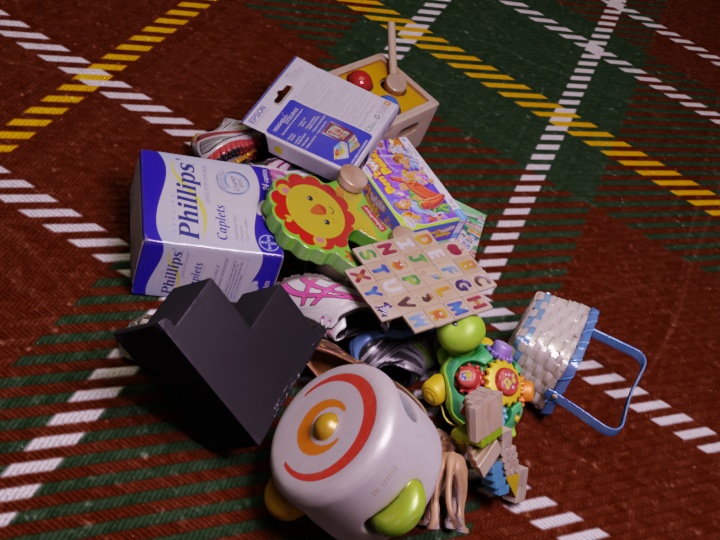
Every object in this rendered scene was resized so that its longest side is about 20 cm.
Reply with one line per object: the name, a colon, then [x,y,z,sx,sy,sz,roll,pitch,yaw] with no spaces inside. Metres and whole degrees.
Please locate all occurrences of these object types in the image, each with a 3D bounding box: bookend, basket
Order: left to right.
bookend: [-0.165,0.078,1.155,0.201,0.091,0.200,54,44,-25]
basket: [0.316,0.135,1.387,0.198,0.140,0.177,28,43,14]

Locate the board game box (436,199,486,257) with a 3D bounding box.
board game box: [0.111,-0.089,1.587,0.198,0.029,0.135,26,42,-1]

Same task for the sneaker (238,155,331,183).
sneaker: [-0.135,-0.148,1.503,0.197,0.081,0.087,1,36,-36]

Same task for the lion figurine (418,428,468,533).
lion figurine: [0.106,0.256,1.158,0.071,0.200,0.125,10,78,-8]

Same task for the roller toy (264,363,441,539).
roller toy: [-0.011,0.212,1.101,0.140,0.198,0.184,47,46,-36]

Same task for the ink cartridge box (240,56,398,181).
ink cartridge box: [-0.064,-0.243,1.523,0.198,0.047,0.199,25,51,9]

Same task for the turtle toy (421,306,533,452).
turtle toy: [0.163,0.143,1.293,0.145,0.101,0.202,-33,91,-35]

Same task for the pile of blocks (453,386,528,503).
pile of blocks: [0.158,0.234,1.216,0.062,0.202,0.082,12,47,42]

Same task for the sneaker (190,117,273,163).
sneaker: [-0.192,-0.224,1.533,0.082,0.078,0.199,42,44,18]

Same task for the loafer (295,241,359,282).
loafer: [0.000,0.000,1.412,0.197,0.076,0.070,7,41,-20]

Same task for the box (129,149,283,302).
box: [-0.225,-0.061,1.339,0.197,0.106,0.186,5,46,-21]

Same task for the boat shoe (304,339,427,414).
boat shoe: [-0.001,0.160,1.244,0.199,0.073,0.068,33,-2,12]

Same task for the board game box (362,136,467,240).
board game box: [0.068,-0.131,1.553,0.133,0.045,0.201,-13,56,-34]

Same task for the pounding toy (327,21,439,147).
pounding toy: [0.036,-0.320,1.690,0.184,0.143,0.199,43,45,17]

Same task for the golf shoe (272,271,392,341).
golf shoe: [-0.049,0.054,1.293,0.196,0.073,0.093,-6,44,12]

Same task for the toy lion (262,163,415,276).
toy lion: [-0.038,-0.062,1.346,0.191,0.069,0.201,-27,71,-45]

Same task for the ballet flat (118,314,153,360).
ballet flat: [-0.212,0.090,1.226,0.197,0.073,0.073,4,47,-23]

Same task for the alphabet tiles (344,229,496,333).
alphabet tiles: [0.084,0.011,1.287,0.197,0.006,0.167,-15,49,-30]

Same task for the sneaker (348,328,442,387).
sneaker: [0.073,0.127,1.343,0.197,0.071,0.084,-1,72,-31]
